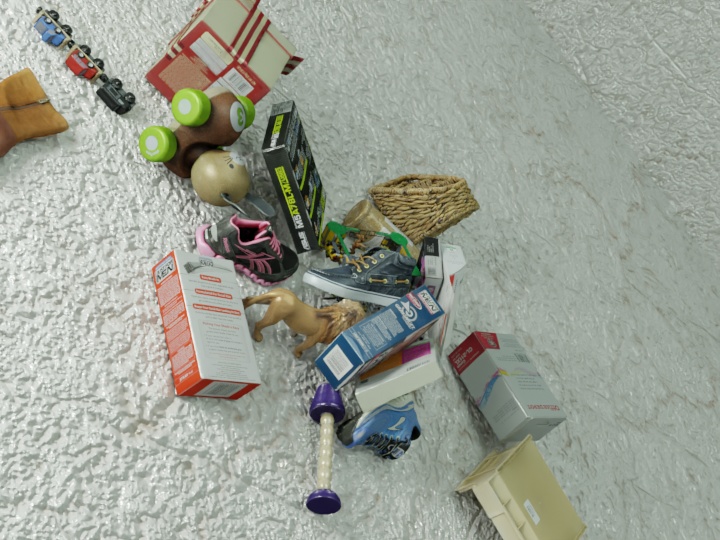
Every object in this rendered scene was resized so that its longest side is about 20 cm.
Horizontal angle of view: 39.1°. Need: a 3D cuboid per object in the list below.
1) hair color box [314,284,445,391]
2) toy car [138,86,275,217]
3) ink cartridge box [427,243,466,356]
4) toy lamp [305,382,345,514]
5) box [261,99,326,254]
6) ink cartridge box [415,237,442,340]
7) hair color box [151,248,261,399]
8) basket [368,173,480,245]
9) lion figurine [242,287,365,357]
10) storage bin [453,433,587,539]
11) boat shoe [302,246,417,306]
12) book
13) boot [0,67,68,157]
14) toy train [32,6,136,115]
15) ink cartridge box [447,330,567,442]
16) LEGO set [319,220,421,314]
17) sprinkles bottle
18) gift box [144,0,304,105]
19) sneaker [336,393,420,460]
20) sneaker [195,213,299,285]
[{"bbox_3d":[0.032,0.103,1.577,0.200,0.100,0.061,-28,77,-42],"label":"hair color box"},{"bbox_3d":[-0.207,-0.162,1.549,0.200,0.158,0.164,52,22,11],"label":"toy car"},{"bbox_3d":[0.154,0.067,1.763,0.050,0.162,0.200,5,26,-8],"label":"ink cartridge box"},{"bbox_3d":[-0.052,0.258,1.503,0.058,0.058,0.201,34,38,-31],"label":"toy lamp"},{"bbox_3d":[-0.108,-0.160,1.698,0.200,0.047,0.194,-88,164,-59],"label":"box"},{"bbox_3d":[0.112,0.042,1.824,0.037,0.201,0.095,4,48,-5],"label":"ink cartridge box"},{"bbox_3d":[-0.219,0.077,1.433,0.111,0.064,0.201,13,54,-46],"label":"hair color box"},{"bbox_3d":[0.136,-0.149,2.028,0.150,0.142,0.200,60,32,5],"label":"basket"},{"bbox_3d":[-0.094,0.069,1.549,0.199,0.122,0.073,20,46,-42],"label":"lion figurine"},{"bbox_3d":[0.280,0.421,1.768,0.201,0.094,0.198,59,33,4],"label":"storage bin"},{"bbox_3d":[0.000,0.000,1.650,0.199,0.071,0.091,13,96,-35],"label":"boat shoe"},{"bbox_3d":[0.063,0.158,1.598,0.200,0.133,0.048,-59,124,-83],"label":"book"},{"bbox_3d":[-0.495,-0.244,1.344,0.189,0.068,0.200,52,32,-6],"label":"boot"},{"bbox_3d":[-0.422,-0.315,1.537,0.200,0.034,0.046,48,45,-15],"label":"toy train"},{"bbox_3d":[0.277,0.219,1.912,0.145,0.083,0.201,10,42,-49],"label":"ink cartridge box"},{"bbox_3d":[0.003,0.006,1.776,0.199,0.116,0.154,3,39,-37],"label":"LEGO set"},{"bbox_3d":[0.058,-0.046,1.904,0.200,0.068,0.068,42,35,-21],"label":"sprinkles bottle"},{"bbox_3d":[-0.215,-0.357,1.700,0.185,0.199,0.187,48,31,-22],"label":"gift box"},{"bbox_3d":[0.040,0.255,1.608,0.200,0.078,0.090,-6,65,-55],"label":"sneaker"},{"bbox_3d":[-0.158,-0.038,1.587,0.199,0.095,0.079,18,46,-46],"label":"sneaker"}]
